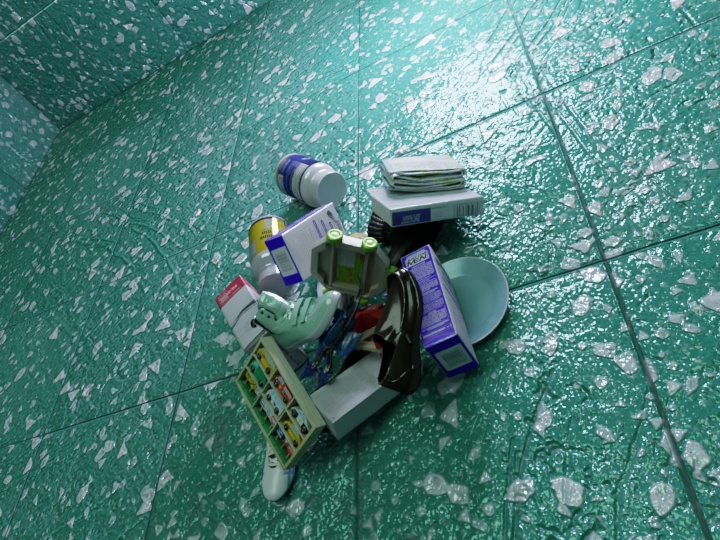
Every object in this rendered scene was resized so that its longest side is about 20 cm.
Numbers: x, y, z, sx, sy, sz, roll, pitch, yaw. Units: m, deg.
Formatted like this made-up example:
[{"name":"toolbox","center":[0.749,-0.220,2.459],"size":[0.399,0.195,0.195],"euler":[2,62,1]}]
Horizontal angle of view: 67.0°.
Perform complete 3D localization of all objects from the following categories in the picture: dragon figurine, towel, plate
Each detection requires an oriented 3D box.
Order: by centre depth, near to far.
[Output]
[{"name":"dragon figurine","center":[-0.036,0.113,0.972],"size":[0.201,0.058,0.100],"euler":[-52,18,8]},{"name":"plate","center":[0.186,0.063,1.029],"size":[0.197,0.026,0.203],"euler":[-19,48,22]},{"name":"towel","center":[0.132,-0.214,1.193],"size":[0.167,0.049,0.201],"euler":[-3,21,-3]}]

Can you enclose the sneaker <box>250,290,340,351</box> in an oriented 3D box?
[{"name":"sneaker","center":[-0.125,0.073,0.985],"size":[0.200,0.117,0.074],"euler":[-38,22,43]}]

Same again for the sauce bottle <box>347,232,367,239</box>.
[{"name":"sauce bottle","center":[-0.004,-0.050,1.174],"size":[0.064,0.065,0.200],"euler":[-37,12,3]}]

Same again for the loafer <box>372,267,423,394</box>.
[{"name":"loafer","center":[0.056,0.093,0.865],"size":[0.073,0.070,0.204],"euler":[147,124,-64]}]

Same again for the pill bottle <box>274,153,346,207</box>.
[{"name":"pill bottle","center":[-0.131,-0.232,1.431],"size":[0.116,0.116,0.199],"euler":[-50,44,-11]}]

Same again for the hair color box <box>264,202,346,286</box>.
[{"name":"hair color box","center":[-0.114,-0.062,1.218],"size":[0.064,0.111,0.200],"euler":[-14,17,39]}]

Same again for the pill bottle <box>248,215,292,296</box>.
[{"name":"pill bottle","center":[-0.215,-0.033,1.330],"size":[0.111,0.112,0.202],"euler":[-29,44,12]}]

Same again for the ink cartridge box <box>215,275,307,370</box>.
[{"name":"ink cartridge box","center":[-0.215,0.125,1.177],"size":[0.083,0.146,0.200],"euler":[-41,42,-3]}]

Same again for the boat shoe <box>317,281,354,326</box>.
[{"name":"boat shoe","center":[-0.042,0.042,1.183],"size":[0.085,0.075,0.203],"euler":[-27,35,11]}]

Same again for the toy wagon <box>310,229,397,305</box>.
[{"name":"toy wagon","center":[0.000,0.000,1.058],"size":[0.196,0.157,0.040],"euler":[13,43,5]}]

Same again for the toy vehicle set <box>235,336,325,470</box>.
[{"name":"toy vehicle set","center":[-0.149,0.235,0.978],"size":[0.201,0.026,0.125],"euler":[51,122,29]}]

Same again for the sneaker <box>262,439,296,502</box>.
[{"name":"sneaker","center":[-0.154,0.326,1.024],"size":[0.071,0.073,0.203],"euler":[-11,52,25]}]

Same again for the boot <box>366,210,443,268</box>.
[{"name":"boot","center":[0.069,-0.064,1.169],"size":[0.156,0.080,0.212],"euler":[12,49,34]}]

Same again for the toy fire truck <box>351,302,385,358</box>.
[{"name":"toy fire truck","center":[0.030,0.113,1.016],"size":[0.198,0.049,0.141],"euler":[-12,21,45]}]

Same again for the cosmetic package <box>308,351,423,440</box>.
[{"name":"cosmetic package","center":[0.013,0.206,0.970],"size":[0.198,0.051,0.082],"euler":[-31,37,-23]}]

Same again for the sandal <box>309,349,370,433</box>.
[{"name":"sandal","center":[-0.032,0.228,1.030],"size":[0.079,0.058,0.201],"euler":[39,61,11]}]

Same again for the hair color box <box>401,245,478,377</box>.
[{"name":"hair color box","center":[0.135,0.068,0.951],"size":[0.064,0.110,0.202],"euler":[-24,45,16]}]

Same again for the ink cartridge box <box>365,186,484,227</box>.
[{"name":"ink cartridge box","center":[0.126,-0.143,1.129],"size":[0.192,0.044,0.200],"euler":[-9,20,-11]}]
